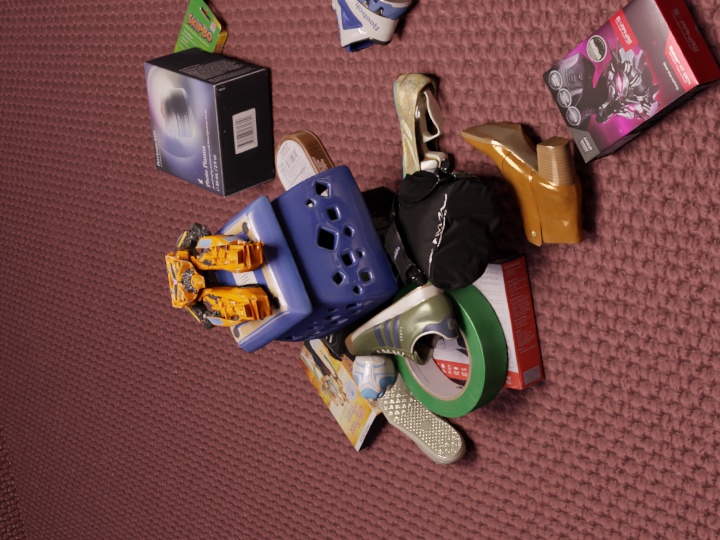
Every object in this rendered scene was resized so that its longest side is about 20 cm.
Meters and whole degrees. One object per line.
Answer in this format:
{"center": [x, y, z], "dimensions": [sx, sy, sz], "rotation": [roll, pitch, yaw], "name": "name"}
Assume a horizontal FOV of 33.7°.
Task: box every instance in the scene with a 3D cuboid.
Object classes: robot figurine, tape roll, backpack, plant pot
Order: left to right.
{"center": [-0.195, 0.010, 1.585], "dimensions": [0.199, 0.058, 0.147], "rotation": [1, 101, 49], "name": "robot figurine"}
{"center": [-0.096, -0.007, 1.651], "dimensions": [0.200, 0.179, 0.202], "rotation": [-33, 77, 50], "name": "plant pot"}
{"center": [0.112, -0.062, 1.595], "dimensions": [0.200, 0.126, 0.168], "rotation": [-140, 69, -71], "name": "backpack"}
{"center": [0.121, 0.106, 1.691], "dimensions": [0.200, 0.048, 0.202], "rotation": [27, 126, 45], "name": "tape roll"}

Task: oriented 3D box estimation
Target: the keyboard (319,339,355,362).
{"center": [-0.075, 0.082, 1.911], "dimensions": [0.200, 0.021, 0.127], "rotation": [42, -166, -20], "name": "keyboard"}

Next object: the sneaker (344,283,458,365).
{"center": [0.060, 0.096, 1.655], "dimensions": [0.200, 0.067, 0.090], "rotation": [-37, 75, 41], "name": "sneaker"}

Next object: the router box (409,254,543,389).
{"center": [0.162, 0.067, 1.703], "dimensions": [0.199, 0.049, 0.181], "rotation": [4, 108, 52], "name": "router box"}

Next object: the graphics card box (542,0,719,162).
{"center": [0.309, -0.225, 1.377], "dimensions": [0.200, 0.051, 0.126], "rotation": [-37, 76, 54], "name": "graphics card box"}

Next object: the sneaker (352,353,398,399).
{"center": [0.028, 0.152, 1.812], "dimensions": [0.071, 0.200, 0.073], "rotation": [9, 95, 12], "name": "sneaker"}

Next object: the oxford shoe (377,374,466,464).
{"center": [0.094, 0.236, 1.861], "dimensions": [0.200, 0.075, 0.058], "rotation": [43, 172, 36], "name": "oxford shoe"}

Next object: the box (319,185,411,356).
{"center": [0.000, 0.000, 1.800], "dimensions": [0.124, 0.148, 0.201], "rotation": [42, 133, 33], "name": "box"}

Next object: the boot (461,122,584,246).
{"center": [0.208, -0.110, 1.549], "dimensions": [0.201, 0.070, 0.145], "rotation": [24, 130, 51], "name": "boot"}

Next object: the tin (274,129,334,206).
{"center": [-0.077, -0.134, 1.940], "dimensions": [0.201, 0.042, 0.112], "rotation": [60, 147, 14], "name": "tin"}

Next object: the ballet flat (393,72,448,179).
{"center": [0.091, -0.178, 1.678], "dimensions": [0.070, 0.070, 0.202], "rotation": [9, 112, 51], "name": "ballet flat"}

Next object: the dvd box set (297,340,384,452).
{"center": [-0.033, 0.192, 2.016], "dimensions": [0.201, 0.029, 0.147], "rotation": [55, 151, 21], "name": "dvd box set"}

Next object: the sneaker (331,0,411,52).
{"center": [-0.016, -0.382, 1.709], "dimensions": [0.199, 0.080, 0.116], "rotation": [43, 134, 31], "name": "sneaker"}

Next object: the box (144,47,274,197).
{"center": [-0.259, -0.255, 2.033], "dimensions": [0.198, 0.123, 0.202], "rotation": [23, 126, 41], "name": "box"}

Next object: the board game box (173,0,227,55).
{"center": [-0.289, -0.391, 2.111], "dimensions": [0.096, 0.030, 0.201], "rotation": [54, 143, 21], "name": "board game box"}
